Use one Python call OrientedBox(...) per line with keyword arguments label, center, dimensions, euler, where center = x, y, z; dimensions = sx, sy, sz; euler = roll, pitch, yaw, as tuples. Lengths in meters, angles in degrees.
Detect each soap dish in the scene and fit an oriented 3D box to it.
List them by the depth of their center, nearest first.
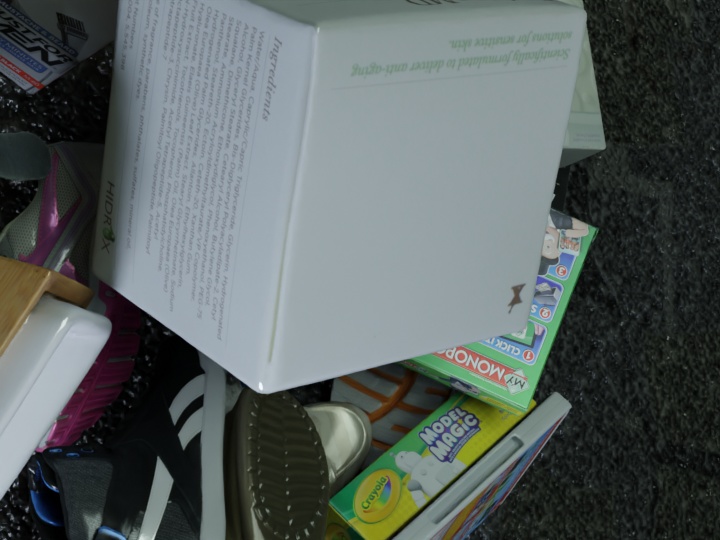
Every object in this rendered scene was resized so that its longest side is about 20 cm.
OrientedBox(label="soap dish", center=(-0.222, 0.080, 0.875), dimensions=(0.081, 0.157, 0.200), euler=(33, 86, 2))

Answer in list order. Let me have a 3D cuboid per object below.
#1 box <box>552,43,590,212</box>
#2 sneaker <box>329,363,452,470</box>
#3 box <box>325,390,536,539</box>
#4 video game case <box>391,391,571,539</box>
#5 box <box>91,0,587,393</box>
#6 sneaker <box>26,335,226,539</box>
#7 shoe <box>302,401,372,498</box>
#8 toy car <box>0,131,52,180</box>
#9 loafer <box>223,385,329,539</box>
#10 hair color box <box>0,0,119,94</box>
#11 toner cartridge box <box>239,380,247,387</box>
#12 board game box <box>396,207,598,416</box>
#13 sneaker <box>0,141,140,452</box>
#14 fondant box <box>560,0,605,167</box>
OrientedBox(label="box", center=(0.061, -0.129, 1.208), dimensions=(0.199, 0.086, 0.164), euler=(24, 65, -29))
OrientedBox(label="sneaker", center=(0.043, 0.052, 1.159), dimensions=(0.078, 0.077, 0.201), euler=(25, 77, 14))
OrientedBox(label="box", center=(0.024, 0.155, 1.090), dimensions=(0.048, 0.118, 0.200), euler=(42, 51, 13))
OrientedBox(label="video game case", center=(0.054, 0.174, 1.098), dimensions=(0.017, 0.143, 0.200), euler=(43, 52, 14))
OrientedBox(label="box", center=(-0.015, -0.067, 0.899), dimensions=(0.198, 0.171, 0.201), euler=(-10, 120, -40))
OrientedBox(label="sneaker", center=(-0.140, 0.102, 0.968), dimensions=(0.111, 0.073, 0.200), euler=(11, 38, -18))
OrientedBox(label="shoe", center=(-0.066, 0.140, 1.052), dimensions=(0.200, 0.053, 0.070), euler=(-27, 89, -30))
OrientedBox(label="toy car", center=(-0.272, -0.063, 0.915), dimensions=(0.165, 0.158, 0.200), euler=(53, 44, -1))
OrientedBox(label="loafer", center=(-0.062, 0.166, 0.985), dimensions=(0.076, 0.067, 0.201), euler=(22, 54, -42))
OrientedBox(label="hair color box", center=(-0.185, -0.183, 0.969), dimensions=(0.111, 0.200, 0.064), euler=(36, 60, -23))
OrientedBox(label="toner cartridge box", center=(0.000, 0.000, 1.098), dimensions=(0.199, 0.043, 0.095), euler=(-19, 79, -11))
OrientedBox(label="board game box", center=(0.039, -0.007, 1.067), dimensions=(0.199, 0.029, 0.135), euler=(24, 75, -2))
OrientedBox(label="sneaker", center=(-0.182, 0.011, 1.005), dimensions=(0.088, 0.081, 0.201), euler=(12, 83, 12))
OrientedBox(label="fondant box", center=(0.088, -0.175, 1.149), dimensions=(0.144, 0.058, 0.201), euler=(-1, 78, -36))
